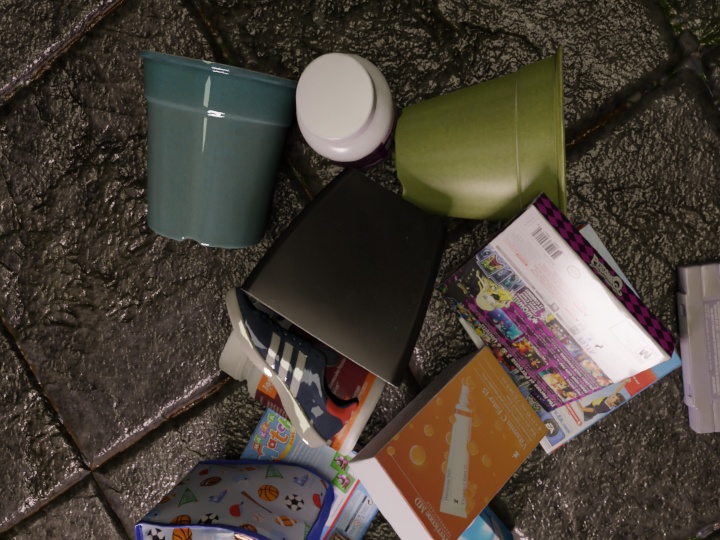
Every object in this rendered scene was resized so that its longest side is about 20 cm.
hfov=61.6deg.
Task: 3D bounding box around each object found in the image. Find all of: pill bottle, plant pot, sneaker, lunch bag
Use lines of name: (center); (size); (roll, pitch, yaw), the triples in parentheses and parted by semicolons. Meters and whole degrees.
pill bottle: (-0.073, 0.133, 0.770); (0.196, 0.114, 0.117); (30, 98, 4)
plant pot: (-0.177, -0.144, 0.734); (0.193, 0.200, 0.203); (13, 104, 7)
plant pot: (0.141, -0.137, 0.698); (0.183, 0.199, 0.208); (-1, 94, 21)
pill bottle: (-0.013, -0.179, 0.694); (0.108, 0.200, 0.117); (1, 95, 8)
sneaker: (-0.073, 0.092, 0.682); (0.083, 0.075, 0.203); (-33, 94, 0)
plant pot: (0.000, 0.000, 0.720); (0.196, 0.200, 0.181); (29, 86, 5)
lunch bag: (-0.138, 0.315, 0.729); (0.193, 0.170, 0.129); (-6, 98, 11)

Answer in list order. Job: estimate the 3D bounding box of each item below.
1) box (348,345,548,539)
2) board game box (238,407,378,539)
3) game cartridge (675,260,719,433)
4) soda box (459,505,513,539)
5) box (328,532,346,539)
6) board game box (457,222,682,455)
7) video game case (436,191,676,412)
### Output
box: (0.103, 0.206, 0.706); (0.198, 0.098, 0.126); (-37, 85, -28)
board game box: (-0.069, 0.284, 0.820); (0.197, 0.037, 0.154); (32, 99, 4)
game cartridge: (0.456, 0.089, 0.734); (0.125, 0.038, 0.208); (-6, 94, 12)
soda box: (0.113, 0.301, 0.780); (0.064, 0.068, 0.201); (-42, 88, 9)
box: (-0.026, 0.473, 0.814); (0.162, 0.021, 0.202); (38, 111, 4)
board game box: (0.252, 0.082, 0.750); (0.193, 0.056, 0.203); (-35, 89, 9)
video game case: (0.200, 0.045, 0.654); (0.200, 0.036, 0.182); (47, 141, 3)
